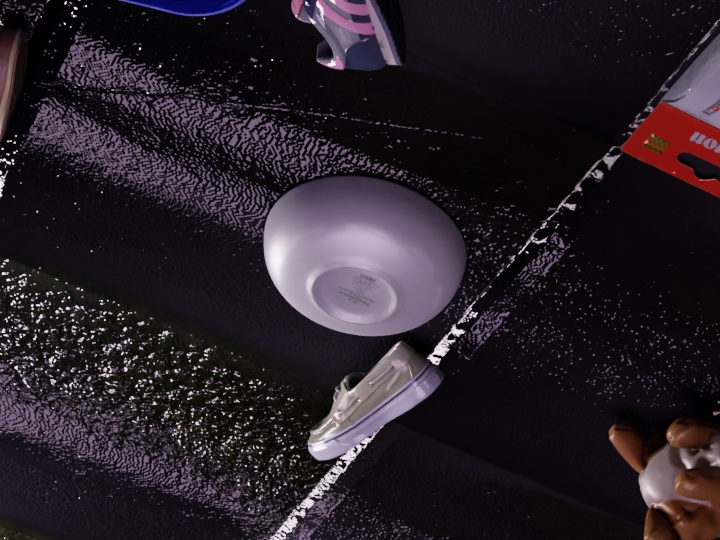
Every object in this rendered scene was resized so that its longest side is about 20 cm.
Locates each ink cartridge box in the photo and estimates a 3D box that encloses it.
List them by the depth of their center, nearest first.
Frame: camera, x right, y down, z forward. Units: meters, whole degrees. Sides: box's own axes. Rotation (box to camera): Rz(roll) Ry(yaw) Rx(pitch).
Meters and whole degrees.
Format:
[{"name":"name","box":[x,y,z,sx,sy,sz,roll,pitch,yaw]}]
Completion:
[{"name":"ink cartridge box","box":[0.337,-0.118,1.673,0.162,0.050,0.200,24,135,-13]}]

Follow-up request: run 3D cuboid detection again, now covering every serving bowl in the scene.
[{"name":"serving bowl","box":[0.000,0.000,1.882,0.200,0.066,0.200,7,139,6]}]

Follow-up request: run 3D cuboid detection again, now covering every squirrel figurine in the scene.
[{"name":"squirrel figurine","box":[0.389,0.198,1.988,0.200,0.142,0.187,25,130,-36]}]

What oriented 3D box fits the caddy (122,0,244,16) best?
[{"name":"caddy","box":[-0.169,-0.279,1.566,0.200,0.105,0.142,12,141,-1]}]

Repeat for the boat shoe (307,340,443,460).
[{"name":"boat shoe","box":[0.006,0.133,2.047,0.062,0.072,0.200,49,128,-4]}]

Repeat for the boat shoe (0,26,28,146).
[{"name":"boat shoe","box":[-0.350,-0.151,1.788,0.067,0.072,0.200,19,142,-11]}]

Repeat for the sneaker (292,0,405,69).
[{"name":"sneaker","box":[-0.025,-0.237,1.595,0.082,0.070,0.200,-8,135,16]}]
